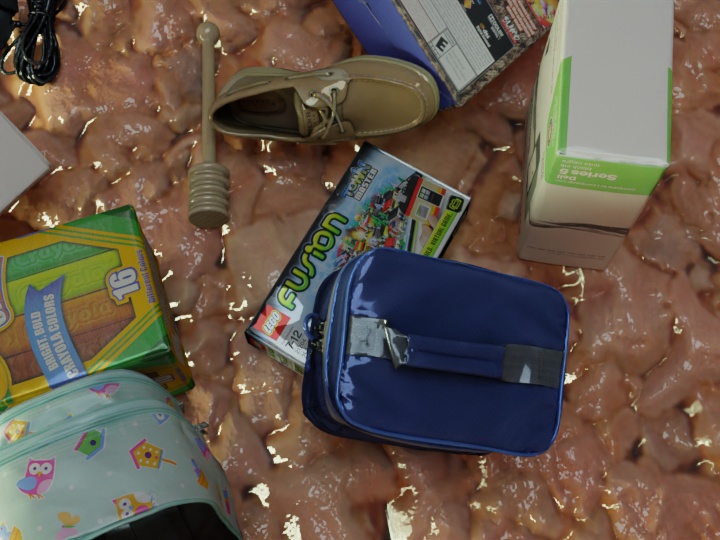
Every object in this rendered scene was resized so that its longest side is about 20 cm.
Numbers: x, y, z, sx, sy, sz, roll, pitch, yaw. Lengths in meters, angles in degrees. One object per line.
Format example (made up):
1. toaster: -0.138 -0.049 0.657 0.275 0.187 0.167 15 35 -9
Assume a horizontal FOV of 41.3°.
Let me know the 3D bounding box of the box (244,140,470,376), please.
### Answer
1. box: 0.000 0.000 0.806 0.109 0.035 0.201 28 72 8

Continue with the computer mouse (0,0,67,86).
1. computer mouse: -0.369 -0.246 0.857 0.197 0.053 0.141 4 73 -10

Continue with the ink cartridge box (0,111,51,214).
1. ink cartridge box: -0.357 -0.051 0.749 0.200 0.146 0.083 -47 120 -16

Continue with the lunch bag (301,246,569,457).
1. lunch bag: 0.049 0.061 0.704 0.197 0.132 0.138 10 77 -17

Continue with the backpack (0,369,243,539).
1. backpack: -0.179 0.159 0.654 0.174 0.200 0.155 -20 71 -8

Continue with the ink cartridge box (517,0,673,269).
1. ink cartridge box: 0.181 -0.106 0.763 0.083 0.200 0.148 6 69 3

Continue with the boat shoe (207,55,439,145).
1. boat shoe: -0.032 -0.134 0.805 0.197 0.072 0.065 0 32 21

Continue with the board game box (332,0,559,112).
1. board game box: 0.090 -0.259 0.831 0.200 0.097 0.160 -41 107 -18

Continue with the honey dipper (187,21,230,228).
1. honey dipper: -0.135 -0.137 0.850 0.037 0.038 0.203 -3 69 -3

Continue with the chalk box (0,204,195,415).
1. chalk box: -0.244 0.053 0.731 0.197 0.124 0.126 -18 71 -9
